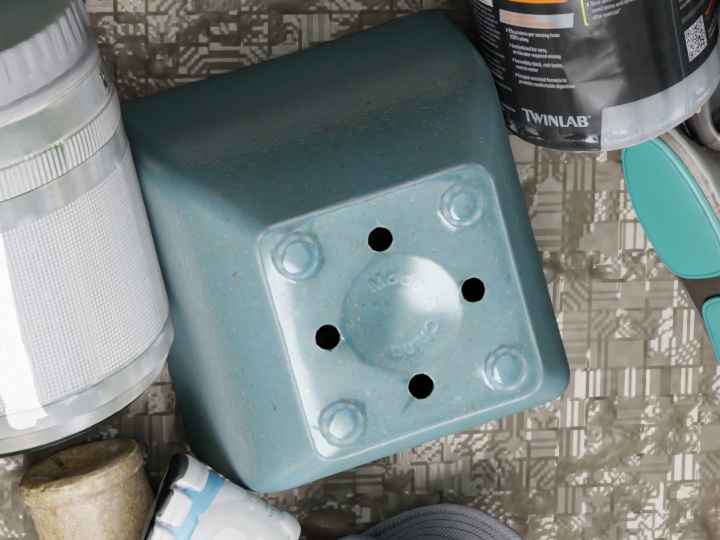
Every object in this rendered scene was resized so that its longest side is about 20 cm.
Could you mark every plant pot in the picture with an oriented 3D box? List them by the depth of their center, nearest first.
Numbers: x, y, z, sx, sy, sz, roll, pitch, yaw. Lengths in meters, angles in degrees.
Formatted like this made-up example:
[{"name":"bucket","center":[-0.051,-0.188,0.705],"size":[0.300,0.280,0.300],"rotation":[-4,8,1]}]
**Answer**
[{"name":"plant pot","center":[0.000,0.000,1.412],"size":[0.195,0.200,0.197],"rotation":[-18,103,-8]}]

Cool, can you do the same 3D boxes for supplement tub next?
[{"name":"supplement tub","center":[0.105,-0.170,1.414],"size":[0.122,0.123,0.201],"rotation":[-19,124,-8]}]

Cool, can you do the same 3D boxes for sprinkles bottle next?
[{"name":"sprinkles bottle","center":[-0.115,0.189,1.493],"size":[0.068,0.068,0.201],"rotation":[-19,104,-8]}]

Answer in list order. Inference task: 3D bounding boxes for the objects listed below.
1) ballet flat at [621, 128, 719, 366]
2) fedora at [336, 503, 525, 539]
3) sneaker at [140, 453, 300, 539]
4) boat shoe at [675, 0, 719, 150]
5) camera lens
[{"name":"ballet flat","center":[0.200,-0.003,1.533],"size":[0.064,0.067,0.201],"rotation":[-36,109,-31]},{"name":"fedora","center":[-0.003,0.202,1.455],"size":[0.090,0.177,0.201],"rotation":[27,97,-44]},{"name":"sneaker","center":[-0.087,0.194,1.419],"size":[0.086,0.075,0.201],"rotation":[21,110,-7]},{"name":"boat shoe","center":[0.225,-0.154,1.500],"size":[0.071,0.061,0.202],"rotation":[24,95,-15]},{"name":"camera lens","center":[-0.182,-0.022,1.376],"size":[0.159,0.160,0.201],"rotation":[-16,115,-8]}]
